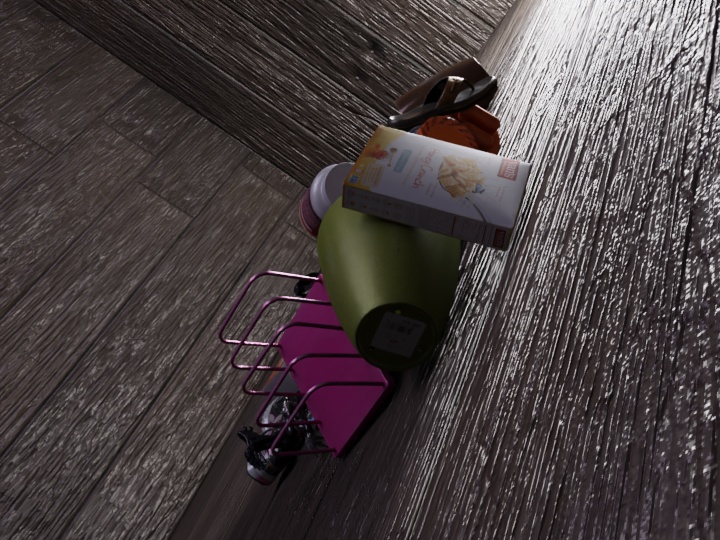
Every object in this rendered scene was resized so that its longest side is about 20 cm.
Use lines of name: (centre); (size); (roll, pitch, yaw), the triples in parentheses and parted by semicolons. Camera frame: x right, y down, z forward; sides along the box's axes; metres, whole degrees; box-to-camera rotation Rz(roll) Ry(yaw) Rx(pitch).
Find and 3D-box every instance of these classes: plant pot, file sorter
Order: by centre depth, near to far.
plant pot: (0.037, 0.019, 0.912); (0.188, 0.186, 0.201); (-54, 18, 26)
file sorter: (-0.079, 0.117, 0.979); (0.139, 0.125, 0.201); (-56, 47, 27)
plant pot: (0.211, -0.385, 1.766); (0.200, 0.187, 0.187); (-41, 9, 15)

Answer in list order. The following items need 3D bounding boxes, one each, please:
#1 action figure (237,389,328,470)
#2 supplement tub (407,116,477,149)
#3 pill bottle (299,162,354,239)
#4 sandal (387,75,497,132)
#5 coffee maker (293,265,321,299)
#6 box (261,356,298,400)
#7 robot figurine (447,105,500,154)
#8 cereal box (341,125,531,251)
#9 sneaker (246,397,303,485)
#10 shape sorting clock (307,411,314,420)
action figure: (-0.072, 0.214, 1.095); (0.199, 0.102, 0.119); (-31, -15, -23)
supplement tub: (0.094, -0.144, 1.205); (0.123, 0.122, 0.200); (-60, 6, -34)
pill bottle: (-0.043, -0.125, 1.392); (0.113, 0.113, 0.200); (-58, 6, -14)
sandal: (0.128, -0.273, 1.217); (0.198, 0.055, 0.082); (-22, 18, -8)
coffee maker: (0.000, 0.000, 1.252); (0.192, 0.135, 0.200); (-42, 13, 20)
box: (-0.102, 0.176, 1.579); (0.201, 0.097, 0.124); (-61, 7, -35)
robot figurine: (0.162, -0.202, 1.313); (0.200, 0.116, 0.145); (133, 125, -61)
cereal box: (0.093, -0.101, 0.908); (0.144, 0.198, 0.040); (-63, -16, -48)
sneaker: (-0.129, 0.290, 1.374); (0.086, 0.080, 0.201); (-40, 21, 28)
shape sorting clock: (-0.040, 0.177, 1.324); (0.201, 0.039, 0.200); (-56, 5, 7)
